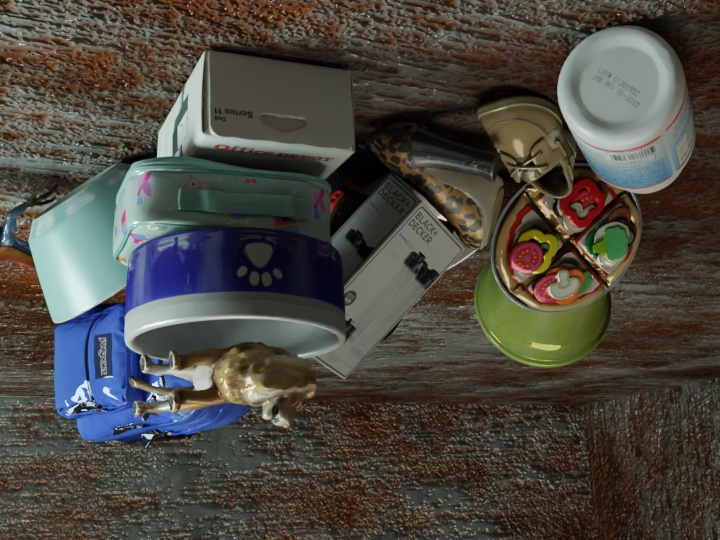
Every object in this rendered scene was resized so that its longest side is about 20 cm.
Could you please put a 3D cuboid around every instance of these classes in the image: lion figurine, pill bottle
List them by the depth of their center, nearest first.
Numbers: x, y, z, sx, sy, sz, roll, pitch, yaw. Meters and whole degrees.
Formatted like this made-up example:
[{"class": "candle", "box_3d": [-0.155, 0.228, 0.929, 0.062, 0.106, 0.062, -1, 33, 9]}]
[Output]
[{"class": "lion figurine", "box_3d": [-0.130, 0.100, 0.956, 0.121, 0.073, 0.199, -2, 180, -30]}, {"class": "pill bottle", "box_3d": [0.252, -0.138, 0.969, 0.107, 0.110, 0.200, -8, 165, 19]}]

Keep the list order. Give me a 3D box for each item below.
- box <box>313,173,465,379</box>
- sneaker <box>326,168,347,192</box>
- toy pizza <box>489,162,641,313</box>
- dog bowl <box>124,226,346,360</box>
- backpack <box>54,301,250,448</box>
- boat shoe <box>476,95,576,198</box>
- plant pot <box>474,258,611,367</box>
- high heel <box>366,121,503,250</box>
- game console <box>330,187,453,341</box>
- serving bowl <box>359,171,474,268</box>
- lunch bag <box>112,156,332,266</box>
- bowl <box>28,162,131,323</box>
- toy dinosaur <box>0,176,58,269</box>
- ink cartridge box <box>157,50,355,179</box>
[{"class": "box", "box_3d": [0.007, 0.009, 1.124, 0.200, 0.060, 0.117, -47, 140, 1]}, {"class": "sneaker", "box_3d": [-0.089, -0.080, 1.199, 0.198, 0.079, 0.075, -9, -177, 32]}, {"class": "toy pizza", "box_3d": [0.254, -0.033, 1.270, 0.198, 0.202, 0.032, 1, -154, -15]}, {"class": "dog bowl", "box_3d": [-0.112, 0.028, 0.948, 0.197, 0.080, 0.200, -2, 164, -1]}, {"class": "backpack", "box_3d": [-0.213, 0.102, 1.102, 0.198, 0.165, 0.167, -12, 171, 32]}, {"class": "boat shoe", "box_3d": [0.180, -0.126, 1.090, 0.071, 0.066, 0.200, -10, 164, 26]}, {"class": "plant pot", "box_3d": [0.263, 0.005, 1.429, 0.198, 0.203, 0.185, -3, 154, -1]}, {"class": "high heel", "box_3d": [0.081, -0.090, 1.137, 0.141, 0.072, 0.201, 17, 157, 14]}, {"class": "game console", "box_3d": [0.000, 0.000, 1.181, 0.199, 0.178, 0.031, 13, -157, -46]}, {"class": "serving bowl", "box_3d": [0.063, -0.065, 1.251, 0.198, 0.066, 0.201, -13, 148, -8]}, {"class": "lunch bag", "box_3d": [-0.124, -0.047, 0.970, 0.198, 0.078, 0.160, 4, 163, -19]}, {"class": "bowl", "box_3d": [-0.281, -0.043, 1.143, 0.200, 0.106, 0.201, -32, -166, 9]}, {"class": "toy dinosaur", "box_3d": [-0.434, -0.036, 1.174, 0.104, 0.201, 0.182, 5, 142, 41]}, {"class": "ink cartridge box", "box_3d": [-0.104, -0.124, 0.998, 0.145, 0.084, 0.200, 4, 165, -23]}]
